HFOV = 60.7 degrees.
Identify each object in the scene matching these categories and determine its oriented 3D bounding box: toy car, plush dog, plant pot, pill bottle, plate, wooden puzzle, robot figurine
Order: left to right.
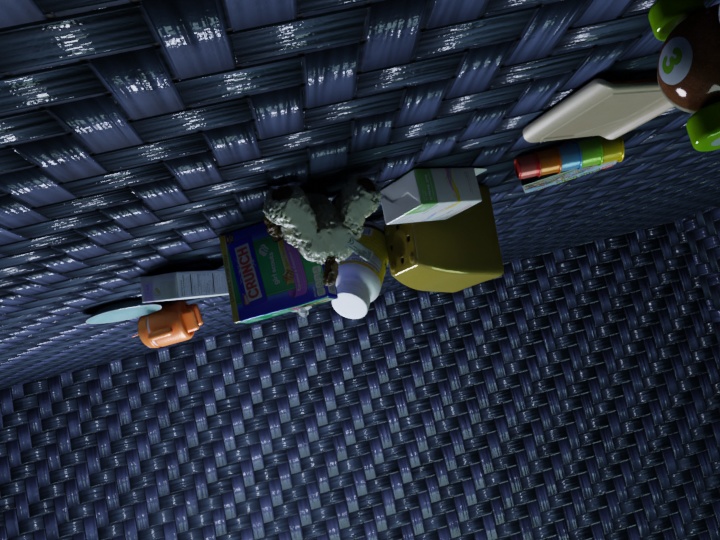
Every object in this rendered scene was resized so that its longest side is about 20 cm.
[{"bbox_3d":[-0.635,0.108,1.650,0.194,0.026,0.200,-15,172,-2],"label":"plate"},{"bbox_3d":[-0.562,0.157,1.794,0.194,0.147,0.118,-15,143,5],"label":"robot figurine"},{"bbox_3d":[-0.070,-0.076,1.034,0.194,0.166,0.172,-10,-162,-15],"label":"plush dog"},{"bbox_3d":[0.000,0.000,1.338,0.108,0.203,0.113,11,139,10],"label":"pill bottle"},{"bbox_3d":[0.163,-0.062,1.335,0.195,0.201,0.194,-3,168,-30],"label":"plant pot"},{"bbox_3d":[0.378,-0.251,0.954,0.194,0.039,0.184,-6,170,-24],"label":"wooden puzzle"},{"bbox_3d":[0.359,-0.238,0.567,0.154,0.170,0.199,-17,162,21],"label":"toy car"}]

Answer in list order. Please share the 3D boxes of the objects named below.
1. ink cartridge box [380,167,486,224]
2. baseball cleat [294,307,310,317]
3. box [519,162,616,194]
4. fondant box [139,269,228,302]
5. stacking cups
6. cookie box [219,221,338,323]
[{"bbox_3d":[0.146,-0.141,1.159,0.195,0.070,0.116,-9,170,-36],"label":"ink cartridge box"},{"bbox_3d":[-0.257,0.150,2.546,0.103,0.072,0.201,-5,160,-16],"label":"baseball cleat"},{"bbox_3d":[0.434,-0.215,1.288,0.195,0.036,0.110,-17,172,19],"label":"box"},{"bbox_3d":[-0.375,0.033,1.394,0.141,0.060,0.197,-7,177,38],"label":"fondant box"},{"bbox_3d":[0.389,-0.209,1.152,0.194,0.062,0.061,-15,172,3],"label":"stacking cups"},{"bbox_3d":[-0.158,-0.006,1.174,0.194,0.177,0.075,-16,170,13],"label":"cookie box"}]
